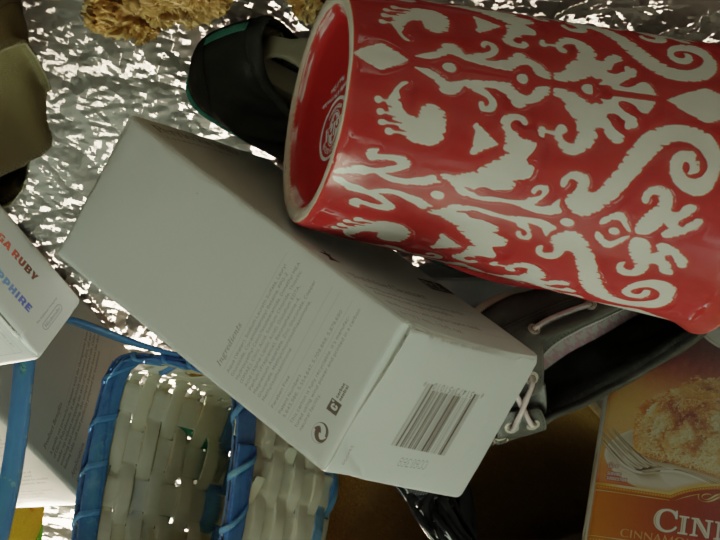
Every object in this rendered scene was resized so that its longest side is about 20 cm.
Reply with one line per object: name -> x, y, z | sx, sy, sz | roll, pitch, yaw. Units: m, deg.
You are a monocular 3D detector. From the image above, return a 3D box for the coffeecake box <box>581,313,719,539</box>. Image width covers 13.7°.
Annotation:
coffeecake box -> 0.195, 0.110, 1.528 | 0.153, 0.201, 0.073 | 9, 147, 3

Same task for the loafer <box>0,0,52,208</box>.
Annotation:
loafer -> -0.181, -0.080, 1.432 | 0.076, 0.068, 0.200 | -29, 171, -7

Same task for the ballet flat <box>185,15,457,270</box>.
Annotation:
ballet flat -> 0.009, -0.062, 1.451 | 0.200, 0.068, 0.068 | 28, 136, -24

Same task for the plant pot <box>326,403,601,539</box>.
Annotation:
plant pot -> 0.097, 0.170, 1.700 | 0.186, 0.187, 0.200 | -3, 159, 22

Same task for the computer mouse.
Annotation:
computer mouse -> 0.051, 0.116, 1.527 | 0.046, 0.200, 0.141 | -38, 119, 0

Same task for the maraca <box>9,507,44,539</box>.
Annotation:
maraca -> -0.269, 0.106, 1.752 | 0.200, 0.137, 0.107 | 35, 110, -20

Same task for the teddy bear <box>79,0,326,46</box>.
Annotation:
teddy bear -> -0.075, -0.146, 1.342 | 0.199, 0.067, 0.145 | -7, 146, 28

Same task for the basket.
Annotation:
basket -> -0.113, 0.127, 1.599 | 0.139, 0.177, 0.200 | 6, 172, 45

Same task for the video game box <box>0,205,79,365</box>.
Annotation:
video game box -> -0.256, -0.026, 1.430 | 0.200, 0.047, 0.182 | -9, 129, 47

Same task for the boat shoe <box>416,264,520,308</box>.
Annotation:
boat shoe -> 0.047, 0.036, 1.513 | 0.200, 0.071, 0.072 | 0, -173, -44

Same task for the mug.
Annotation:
mug -> 0.068, -0.038, 1.357 | 0.199, 0.134, 0.178 | 11, 127, -15

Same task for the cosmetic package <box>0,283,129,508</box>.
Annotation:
cosmetic package -> -0.217, 0.037, 1.638 | 0.085, 0.108, 0.200 | -5, 142, 29

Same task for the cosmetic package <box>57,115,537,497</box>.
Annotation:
cosmetic package -> -0.031, 0.016, 1.373 | 0.200, 0.081, 0.113 | 38, -167, 34

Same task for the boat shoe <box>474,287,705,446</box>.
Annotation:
boat shoe -> 0.101, 0.040, 1.469 | 0.057, 0.200, 0.067 | 31, 138, 37
